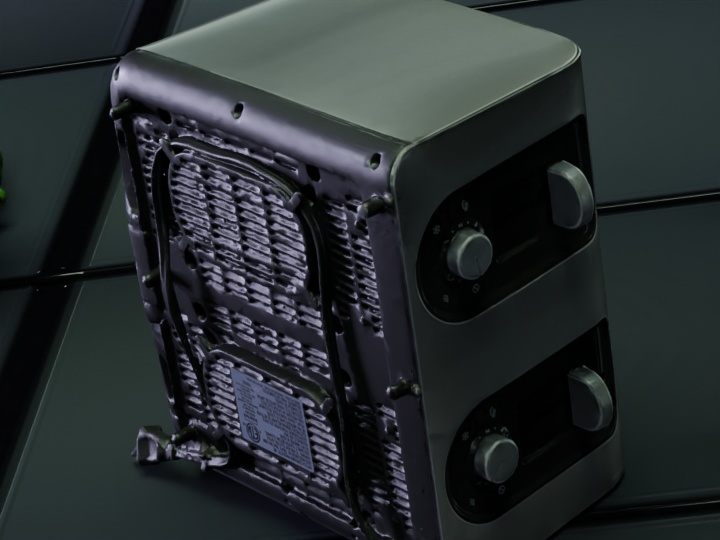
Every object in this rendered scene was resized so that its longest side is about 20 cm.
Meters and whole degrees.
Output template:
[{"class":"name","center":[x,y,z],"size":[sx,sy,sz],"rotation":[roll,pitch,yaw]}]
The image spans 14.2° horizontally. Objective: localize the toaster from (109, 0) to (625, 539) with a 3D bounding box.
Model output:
[{"class":"toaster","center":[0.000,0.000,1.073],"size":[0.118,0.182,0.200],"rotation":[-26,31,-33]}]

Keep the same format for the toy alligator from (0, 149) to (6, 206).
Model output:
[{"class":"toy alligator","center":[-0.193,-0.045,1.381],"size":[0.054,0.059,0.200],"rotation":[18,27,-30]}]
